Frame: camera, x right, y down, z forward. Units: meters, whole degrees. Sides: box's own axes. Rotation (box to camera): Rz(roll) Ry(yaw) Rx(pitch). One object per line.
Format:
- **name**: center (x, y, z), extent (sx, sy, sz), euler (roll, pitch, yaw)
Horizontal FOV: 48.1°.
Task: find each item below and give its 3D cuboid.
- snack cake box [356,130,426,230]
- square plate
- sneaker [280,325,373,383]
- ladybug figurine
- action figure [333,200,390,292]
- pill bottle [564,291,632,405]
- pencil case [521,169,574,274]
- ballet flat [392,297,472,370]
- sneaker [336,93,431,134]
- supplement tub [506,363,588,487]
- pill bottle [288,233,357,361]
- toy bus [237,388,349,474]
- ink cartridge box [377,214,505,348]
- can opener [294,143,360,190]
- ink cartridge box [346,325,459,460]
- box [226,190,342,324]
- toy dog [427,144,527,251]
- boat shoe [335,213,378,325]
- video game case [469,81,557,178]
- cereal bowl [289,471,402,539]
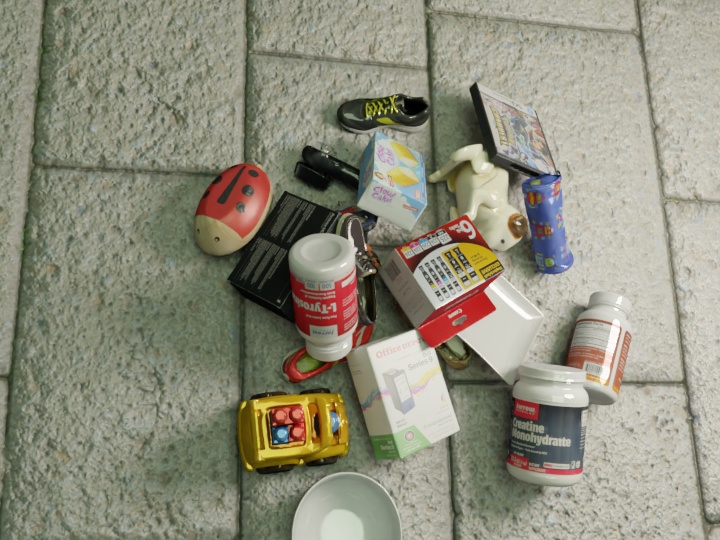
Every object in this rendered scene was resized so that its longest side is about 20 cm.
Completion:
- **snack cake box**: center (0.059, -0.173, 1.532), extent (0.113, 0.068, 0.202), euler (25, 32, -14)
- **square plate**: center (0.250, 0.092, 1.556), extent (0.198, 0.028, 0.201), euler (42, 50, -5)
- **sneaker**: center (-0.051, 0.145, 1.466), extent (0.198, 0.085, 0.078), euler (-33, 93, -17)
- **ladybug figurine**: center (-0.237, -0.124, 1.489), extent (0.133, 0.072, 0.203), euler (16, 64, 18)
- **action figure**: center (-0.035, -0.034, 1.539), extent (0.196, 0.105, 0.198), euler (-14, 69, 14)
- **pill bottle**: center (0.467, 0.150, 1.577), extent (0.110, 0.112, 0.203), euler (23, 70, -6)
- **pencil case**: center (0.372, -0.096, 1.596), extent (0.087, 0.077, 0.204), euler (-44, 126, -49)
- **ballet flat**: center (0.144, 0.105, 1.537), extent (0.200, 0.065, 0.071), euler (43, 74, 2)
- **sneaker**: center (0.051, -0.327, 1.626), extent (0.196, 0.085, 0.076), euler (-4, 74, -14)
- **supplement tub**: center (0.343, 0.279, 1.474), extent (0.137, 0.140, 0.205), euler (5, 89, -12)
- **pill bottle**: center (-0.060, 0.049, 1.367), extent (0.110, 0.203, 0.113), euler (-2, 35, 2)
- **toy bus**: center (-0.103, 0.263, 1.369), extent (0.196, 0.192, 0.139), euler (-4, 74, -16)
- **ink cartridge box**: center (0.161, 0.018, 1.475), extent (0.198, 0.084, 0.177), euler (-26, 75, -36)
- **can opener**: center (-0.030, -0.189, 1.590), extent (0.196, 0.079, 0.064), euler (20, 32, -10)
- **ink cartridge box**: center (0.075, 0.217, 1.448), extent (0.143, 0.087, 0.204), euler (-15, 85, -33)
- **box**: center (-0.125, -0.025, 1.460), extent (0.140, 0.079, 0.202), euler (23, 74, 35)
- **toy dog**: center (0.250, -0.134, 1.608), extent (0.191, 0.139, 0.203), euler (-16, 79, -37)
- **boat shoe**: center (0.000, 0.000, 1.432), extent (0.071, 0.064, 0.205), euler (-11, 101, -48)
- **video game case**: center (0.313, -0.276, 1.638), extent (0.178, 0.025, 0.203), euler (16, 49, -32)
- **cereal bowl**: center (-0.030, 0.453, 1.389), extent (0.195, 0.083, 0.205), euler (3, 74, -12)
